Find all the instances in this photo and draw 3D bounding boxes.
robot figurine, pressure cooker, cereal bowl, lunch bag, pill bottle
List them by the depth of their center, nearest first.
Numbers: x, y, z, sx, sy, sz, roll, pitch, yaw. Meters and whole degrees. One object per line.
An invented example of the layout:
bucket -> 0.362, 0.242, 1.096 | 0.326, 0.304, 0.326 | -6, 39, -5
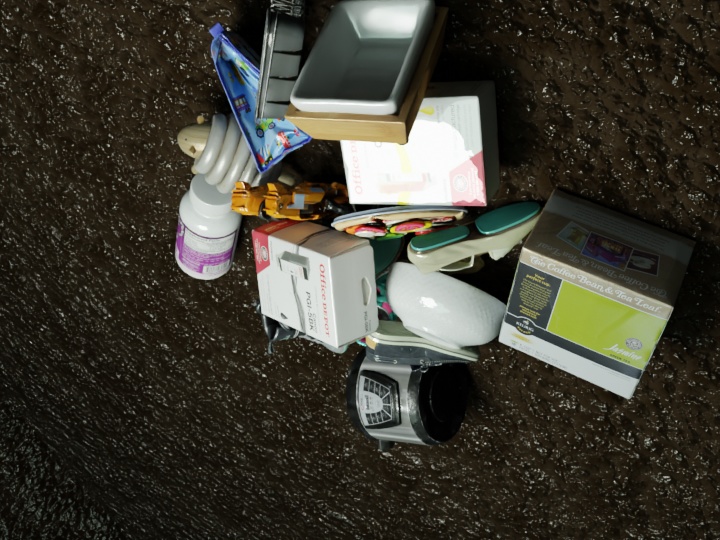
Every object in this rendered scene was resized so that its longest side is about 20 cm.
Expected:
lunch bag -> -0.153, -0.257, 1.190 | 0.093, 0.151, 0.201 | -32, 104, 10
cereal bowl -> 0.122, 0.064, 1.284 | 0.198, 0.084, 0.200 | 23, 171, 4
robot figurine -> -0.094, -0.108, 1.290 | 0.144, 0.199, 0.059 | 8, 99, 37
pressure cooker -> 0.069, 0.217, 1.481 | 0.198, 0.177, 0.179 | -1, 136, 40
pill bottle -> -0.269, -0.083, 1.491 | 0.111, 0.113, 0.201 | 31, 141, 7

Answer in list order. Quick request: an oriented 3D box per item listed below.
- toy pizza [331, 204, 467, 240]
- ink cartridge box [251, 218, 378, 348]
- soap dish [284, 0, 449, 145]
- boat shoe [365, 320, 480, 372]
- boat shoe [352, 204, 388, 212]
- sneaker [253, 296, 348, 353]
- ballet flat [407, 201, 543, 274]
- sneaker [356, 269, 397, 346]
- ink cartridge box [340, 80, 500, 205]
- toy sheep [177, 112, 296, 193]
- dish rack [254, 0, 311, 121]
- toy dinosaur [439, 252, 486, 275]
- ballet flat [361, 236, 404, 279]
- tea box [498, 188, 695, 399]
toy pizza -> 0.057, -0.066, 1.206 | 0.198, 0.199, 0.032 | -7, 87, 42
ink cartridge box -> -0.072, 0.014, 1.276 | 0.199, 0.082, 0.149 | 18, 120, 47
soap dish -> 0.014, -0.244, 1.030 | 0.155, 0.202, 0.082 | 6, 146, 23
boat shoe -> 0.098, 0.127, 1.357 | 0.197, 0.075, 0.063 | 8, 114, -16
boat shoe -> 0.013, -0.163, 1.229 | 0.071, 0.061, 0.203 | 17, 138, 24
sneaker -> -0.120, 0.112, 1.548 | 0.200, 0.140, 0.078 | 46, 141, -10
ballet flat -> 0.164, -0.040, 1.178 | 0.197, 0.070, 0.070 | -15, 125, 8
sneaker -> 0.014, 0.082, 1.429 | 0.083, 0.121, 0.200 | 39, 142, -4
ink cartridge box -> 0.077, -0.166, 1.108 | 0.197, 0.083, 0.147 | 3, 117, 24
toy sheep -> -0.193, -0.180, 1.326 | 0.198, 0.140, 0.138 | 16, 148, -22
dish rack -> -0.096, -0.303, 1.066 | 0.054, 0.202, 0.154 | 8, 140, -9
toy dinosaur -> 0.135, -0.011, 1.272 | 0.100, 0.059, 0.199 | 18, 149, -31
ballet flat -> 0.000, 0.000, 1.379 | 0.068, 0.075, 0.200 | 44, 104, 6
tea box -> 0.313, 0.032, 1.133 | 0.198, 0.134, 0.198 | 24, 141, 16
